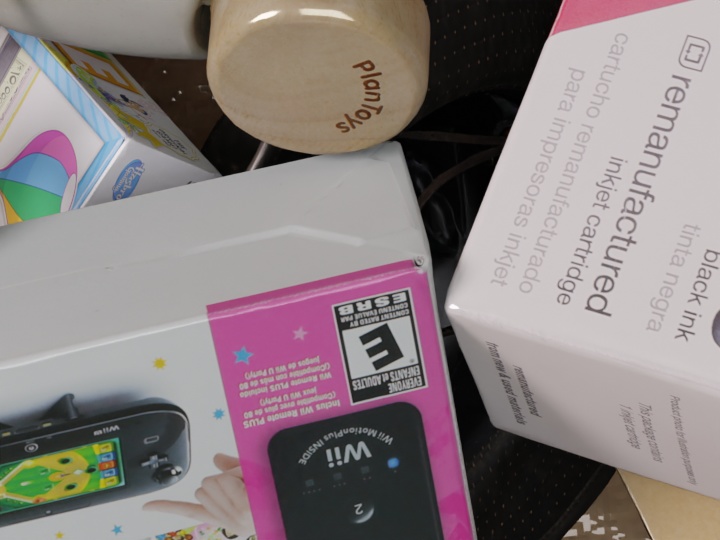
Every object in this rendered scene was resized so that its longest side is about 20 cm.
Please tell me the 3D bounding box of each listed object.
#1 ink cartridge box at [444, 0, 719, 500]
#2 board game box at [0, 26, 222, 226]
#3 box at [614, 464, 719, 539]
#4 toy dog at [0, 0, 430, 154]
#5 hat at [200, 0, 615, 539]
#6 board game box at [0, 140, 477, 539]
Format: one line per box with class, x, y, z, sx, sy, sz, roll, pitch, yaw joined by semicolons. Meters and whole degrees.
ink cartridge box;0.139;-0.013;0.652;0.199;0.084;0.145;17;72;17
board game box;-0.132;0.017;0.753;0.034;0.135;0.200;22;109;-45
box;0.177;0.062;0.686;0.199;0.021;0.164;-25;74;0
toy dog;-0.066;-0.088;0.655;0.199;0.132;0.097;-14;138;-7
hat;0.000;0.000;0.778;0.081;0.200;0.202;22;97;37
board game box;-0.042;0.084;0.689;0.147;0.064;0.201;-13;122;-3
